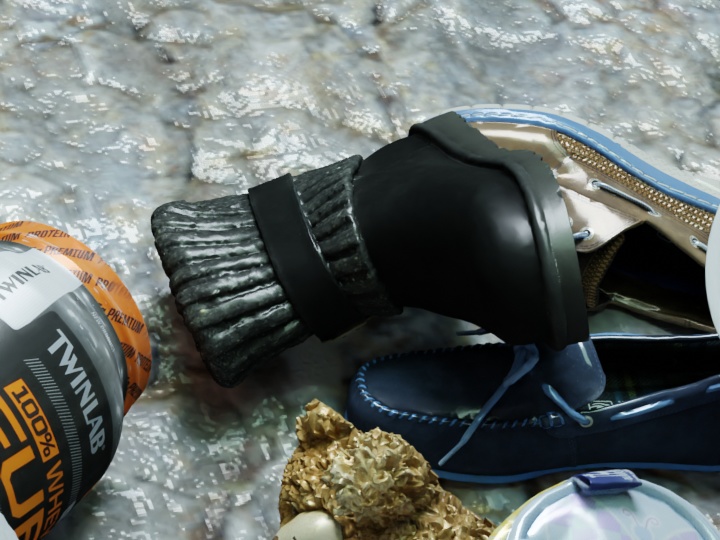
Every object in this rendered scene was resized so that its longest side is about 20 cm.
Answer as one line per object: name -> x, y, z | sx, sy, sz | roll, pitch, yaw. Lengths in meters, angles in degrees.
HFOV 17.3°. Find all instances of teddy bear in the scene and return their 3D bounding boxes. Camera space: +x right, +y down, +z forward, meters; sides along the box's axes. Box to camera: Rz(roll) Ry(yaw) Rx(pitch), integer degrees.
teddy bear -> 0.031, 0.125, 0.903 | 0.200, 0.145, 0.067 | 35, 74, 29

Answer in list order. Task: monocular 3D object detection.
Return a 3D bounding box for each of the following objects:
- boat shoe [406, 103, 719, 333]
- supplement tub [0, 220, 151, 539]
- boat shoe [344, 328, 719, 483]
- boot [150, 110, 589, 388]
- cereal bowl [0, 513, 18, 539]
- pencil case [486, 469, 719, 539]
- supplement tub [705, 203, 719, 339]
boat shoe -> 0.111, -0.022, 1.140 | 0.199, 0.072, 0.073 | 15, 42, 4
supplement tub -> -0.175, 0.070, 0.926 | 0.122, 0.123, 0.200 | 27, 43, 17
boat shoe -> 0.091, 0.045, 1.060 | 0.199, 0.069, 0.084 | -4, 42, -17
boot -> 0.000, 0.002, 1.023 | 0.157, 0.080, 0.211 | -18, 17, -11
cereal bowl -> -0.193, 0.126, 0.783 | 0.199, 0.201, 0.083 | 12, 18, 0
pencil case -> 0.041, 0.146, 0.704 | 0.090, 0.200, 0.083 | -4, 53, -29
supplement tub -> 0.253, 0.009, 1.030 | 0.200, 0.145, 0.144 | 13, 29, -49
